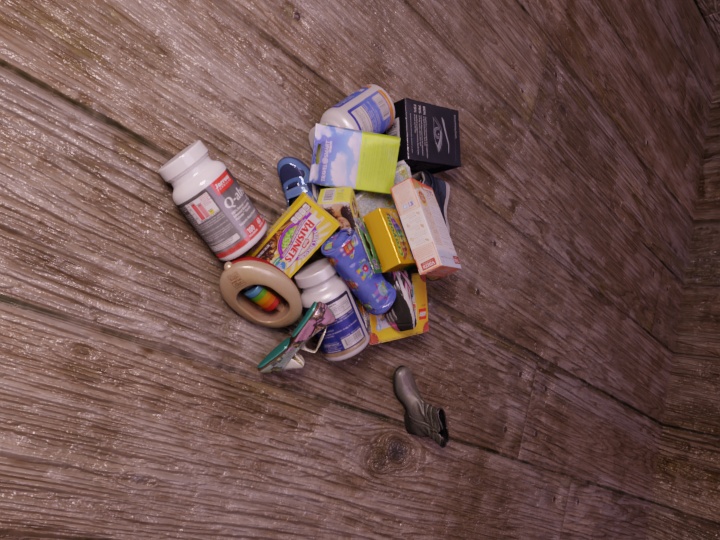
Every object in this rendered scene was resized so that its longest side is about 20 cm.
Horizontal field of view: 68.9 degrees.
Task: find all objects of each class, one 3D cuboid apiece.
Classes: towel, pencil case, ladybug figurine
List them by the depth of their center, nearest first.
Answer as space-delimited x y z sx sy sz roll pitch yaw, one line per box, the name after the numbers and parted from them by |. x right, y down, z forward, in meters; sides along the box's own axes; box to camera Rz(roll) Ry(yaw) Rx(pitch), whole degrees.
-0.195 0.037 1.039 0.200 0.134 0.073 50 22 -41 | ladybug figurine
0.000 0.000 1.100 0.087 0.077 0.201 -53 122 -28 | pencil case
0.051 -0.140 1.229 0.199 0.048 0.173 -34 128 -19 | towel

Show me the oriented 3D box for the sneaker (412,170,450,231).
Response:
0.167 -0.155 1.344 0.145 0.076 0.206 20 68 -48 | sneaker

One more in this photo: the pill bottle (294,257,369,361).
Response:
-0.063 0.084 1.142 0.115 0.115 0.203 -33 109 -34 | pill bottle

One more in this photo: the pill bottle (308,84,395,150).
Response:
-0.021 -0.326 1.180 0.200 0.111 0.113 -42 115 -30 | pill bottle

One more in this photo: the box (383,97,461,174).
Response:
0.152 -0.331 1.320 0.197 0.103 0.151 -1 87 -39 | box

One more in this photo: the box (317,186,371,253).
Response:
-0.032 -0.087 1.135 0.201 0.074 0.051 70 23 -47 | box

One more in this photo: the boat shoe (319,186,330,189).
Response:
-0.018 -0.204 1.214 0.199 0.060 0.073 3 89 -39 | boat shoe

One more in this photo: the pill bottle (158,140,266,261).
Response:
-0.273 -0.128 0.972 0.116 0.115 0.201 -48 118 -28 | pill bottle

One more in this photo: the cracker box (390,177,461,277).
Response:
0.143 -0.089 1.142 0.133 0.057 0.203 7 61 -61 | cracker box

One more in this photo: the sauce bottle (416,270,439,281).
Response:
0.149 -0.034 1.316 0.200 0.065 0.067 37 67 -51 | sauce bottle

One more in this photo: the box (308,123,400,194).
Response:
-0.017 -0.232 1.100 0.197 0.048 0.124 3 101 -27 | box

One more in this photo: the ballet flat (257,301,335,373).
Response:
-0.125 0.153 1.071 0.071 0.069 0.200 41 98 -12 | ballet flat

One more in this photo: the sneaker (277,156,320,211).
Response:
-0.121 -0.142 1.107 0.203 0.073 0.082 65 23 -16 | sneaker

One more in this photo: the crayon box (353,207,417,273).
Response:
0.076 -0.065 1.129 0.199 0.051 0.128 -6 73 -58 | crayon box

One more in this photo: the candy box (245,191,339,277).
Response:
-0.144 -0.054 1.066 0.200 0.027 0.102 -46 125 12 | candy box

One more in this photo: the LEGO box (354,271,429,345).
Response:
0.071 0.087 1.275 0.197 0.077 0.152 -6 94 -39 | LEGO box

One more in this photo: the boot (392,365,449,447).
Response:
0.159 0.336 1.313 0.067 0.130 0.203 -26 106 -36 | boot

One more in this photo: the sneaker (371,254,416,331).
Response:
0.094 0.040 1.198 0.086 0.079 0.203 -34 115 -44 | sneaker
